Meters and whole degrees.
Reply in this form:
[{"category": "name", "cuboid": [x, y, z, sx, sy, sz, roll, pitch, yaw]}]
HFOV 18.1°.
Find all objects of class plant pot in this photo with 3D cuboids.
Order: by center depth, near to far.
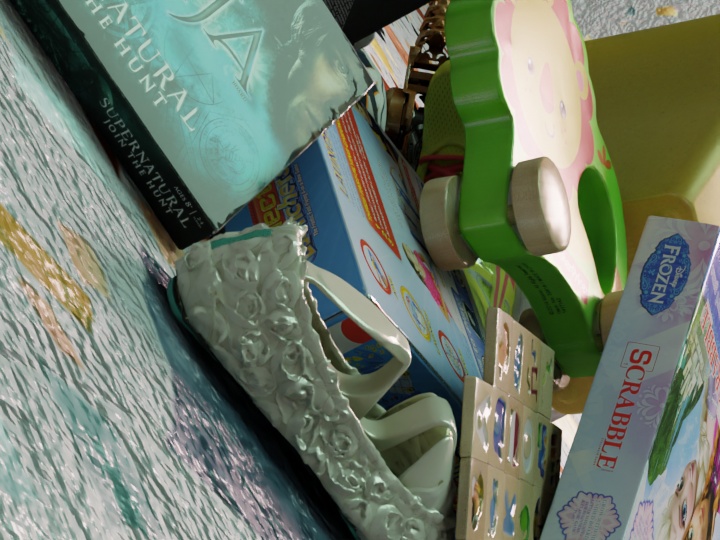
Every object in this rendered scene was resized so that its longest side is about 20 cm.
[{"category": "plant pot", "cuboid": [0.183, -0.021, 1.356, 0.176, 0.199, 0.200, -51, 125, -50]}]

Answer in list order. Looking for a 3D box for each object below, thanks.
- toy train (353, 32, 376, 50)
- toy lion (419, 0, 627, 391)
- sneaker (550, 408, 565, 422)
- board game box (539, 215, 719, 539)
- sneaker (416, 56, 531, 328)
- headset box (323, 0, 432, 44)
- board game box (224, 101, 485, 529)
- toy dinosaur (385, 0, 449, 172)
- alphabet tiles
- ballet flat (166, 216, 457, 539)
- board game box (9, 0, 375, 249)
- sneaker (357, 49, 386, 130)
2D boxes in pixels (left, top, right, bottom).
[{"category": "toy train", "cuboid": [-0.024, -0.197, 1.284, 0.056, 0.042, 0.200, 34, 32, -38]}, {"category": "toy lion", "cuboid": [0.094, -0.062, 1.173, 0.200, 0.068, 0.192, 52, 37, -47]}, {"category": "sneaker", "cuboid": [0.084, 0.048, 1.427, 0.116, 0.074, 0.200, 63, 10, 12]}, {"category": "board game box", "cuboid": [0.151, 0.111, 1.145, 0.200, 0.041, 0.200, 67, 38, -52]}, {"category": "sneaker", "cuboid": [0.052, -0.018, 1.237, 0.090, 0.078, 0.201, -7, 97, -50]}, {"category": "headset box", "cuboid": [-0.042, -0.224, 1.153, 0.149, 0.075, 0.200, 65, -5, -36]}, {"category": "board game box", "cuboid": [0.000, 0.000, 1.079, 0.196, 0.056, 0.200, 49, 18, -48]}, {"category": "toy dinosaur", "cuboid": [0.040, -0.072, 1.345, 0.102, 0.200, 0.136, 31, -10, 5]}, {"category": "alphabet tiles", "cuboid": [0.066, 0.108, 0.996, 0.200, 0.006, 0.167, 34, 59, -72]}, {"category": "ballet flat", "cuboid": [0.000, 0.058, 0.896, 0.200, 0.072, 0.072, 54, 9, -32]}, {"category": "board game box", "cuboid": [-0.087, -0.126, 0.943, 0.200, 0.028, 0.135, 56, 44, -12]}, {"category": "sneaker", "cuboid": [-0.028, -0.098, 1.277, 0.080, 0.078, 0.200, 59, 7, -34]}]
